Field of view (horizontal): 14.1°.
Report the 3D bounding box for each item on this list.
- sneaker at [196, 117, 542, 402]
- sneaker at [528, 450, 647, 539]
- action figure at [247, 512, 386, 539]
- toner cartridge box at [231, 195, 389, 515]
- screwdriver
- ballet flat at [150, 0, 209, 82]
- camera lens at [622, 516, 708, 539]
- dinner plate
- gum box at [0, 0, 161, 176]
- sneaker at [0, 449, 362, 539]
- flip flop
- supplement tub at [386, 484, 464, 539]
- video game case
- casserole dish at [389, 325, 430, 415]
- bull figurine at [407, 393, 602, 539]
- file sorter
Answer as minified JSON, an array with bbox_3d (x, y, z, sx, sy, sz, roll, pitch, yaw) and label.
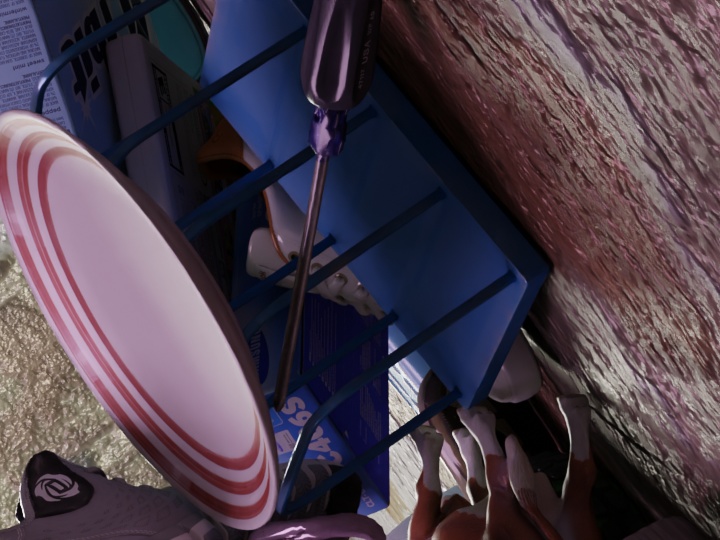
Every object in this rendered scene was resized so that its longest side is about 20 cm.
[{"bbox_3d":[0.000,0.000,1.363,0.200,0.085,0.073,48,171,18],"label":"sneaker"},{"bbox_3d":[0.133,0.179,1.433,0.201,0.078,0.085,58,-173,6],"label":"sneaker"},{"bbox_3d":[-0.011,0.194,1.317,0.200,0.133,0.150,21,-111,-61],"label":"action figure"},{"bbox_3d":[-0.024,0.024,1.436,0.095,0.043,0.200,56,-159,-34],"label":"toner cartridge box"},{"bbox_3d":[-0.016,-0.032,1.116,0.029,0.028,0.201,-71,-7,-56],"label":"screwdriver"},{"bbox_3d":[-0.101,-0.099,1.608,0.200,0.067,0.064,55,180,-24],"label":"ballet flat"},{"bbox_3d":[0.146,0.225,1.216,0.200,0.160,0.160,50,173,18],"label":"camera lens"},{"bbox_3d":[-0.089,0.017,1.200,0.200,0.024,0.201,44,155,27],"label":"dinner plate"},{"bbox_3d":[-0.140,-0.108,1.388,0.170,0.044,0.201,-69,-35,-67],"label":"gum box"},{"bbox_3d":[-0.091,0.107,1.306,0.115,0.075,0.200,27,-158,27],"label":"sneaker"},{"bbox_3d":[0.080,0.135,1.487,0.057,0.081,0.200,-21,108,39],"label":"flip flop"},{"bbox_3d":[0.095,0.231,1.655,0.200,0.145,0.146,49,173,21],"label":"supplement tub"},{"bbox_3d":[-0.072,0.002,1.425,0.182,0.022,0.201,36,-139,-72],"label":"video game case"},{"bbox_3d":[0.038,0.052,1.570,0.200,0.039,0.121,49,173,18],"label":"casserole dish"},{"bbox_3d":[0.055,0.129,1.364,0.200,0.065,0.122,-22,70,61],"label":"bull figurine"},{"bbox_3d":[-0.039,-0.016,1.246,0.200,0.122,0.139,50,158,14],"label":"file sorter"}]
